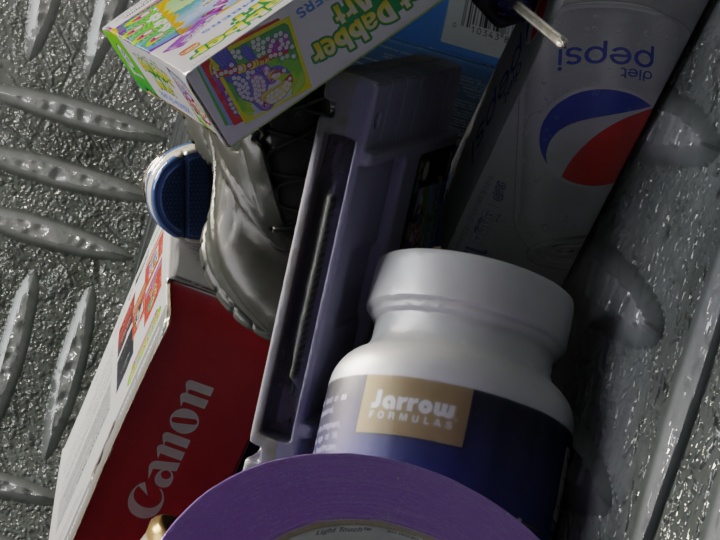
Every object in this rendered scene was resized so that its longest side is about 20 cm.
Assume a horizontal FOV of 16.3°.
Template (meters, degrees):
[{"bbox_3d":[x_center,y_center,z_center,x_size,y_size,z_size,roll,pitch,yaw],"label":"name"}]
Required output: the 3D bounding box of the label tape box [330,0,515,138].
[{"bbox_3d":[0.020,-0.114,1.409,0.200,0.143,0.064,133,151,-68],"label":"label tape box"}]

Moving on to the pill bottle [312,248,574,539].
[{"bbox_3d":[0.033,0.099,1.124,0.116,0.115,0.201,138,145,-71],"label":"pill bottle"}]

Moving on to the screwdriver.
[{"bbox_3d":[0.075,-0.117,1.107,0.029,0.028,0.200,-44,13,0],"label":"screwdriver"}]

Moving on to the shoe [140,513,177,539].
[{"bbox_3d":[-0.055,0.212,1.298,0.053,0.200,0.070,-47,-26,4],"label":"shoe"}]

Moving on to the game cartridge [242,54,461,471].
[{"bbox_3d":[0.000,0.000,1.190,0.129,0.038,0.201,-17,-58,-64],"label":"game cartridge"}]

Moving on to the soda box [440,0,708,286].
[{"bbox_3d":[0.099,-0.085,1.178,0.068,0.063,0.201,-85,15,-50],"label":"soda box"}]

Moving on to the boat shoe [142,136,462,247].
[{"bbox_3d":[-0.023,-0.054,1.394,0.072,0.199,0.073,-135,49,-70],"label":"boat shoe"}]

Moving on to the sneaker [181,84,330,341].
[{"bbox_3d":[-0.044,-0.053,1.282,0.091,0.075,0.201,122,136,-53],"label":"sneaker"}]

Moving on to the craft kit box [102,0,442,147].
[{"bbox_3d":[-0.014,-0.143,1.187,0.199,0.049,0.197,-35,21,-8],"label":"craft kit box"}]

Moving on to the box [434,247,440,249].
[{"bbox_3d":[0.011,0.046,1.377,0.200,0.094,0.078,-104,31,-66],"label":"box"}]

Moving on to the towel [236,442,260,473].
[{"bbox_3d":[-0.030,0.124,1.425,0.147,0.050,0.200,-38,21,10],"label":"towel"}]

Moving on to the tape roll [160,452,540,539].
[{"bbox_3d":[0.000,0.171,0.961,0.066,0.199,0.201,117,164,-46],"label":"tape roll"}]

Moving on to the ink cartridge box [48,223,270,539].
[{"bbox_3d":[-0.106,0.080,1.416,0.176,0.083,0.201,-93,25,-63],"label":"ink cartridge box"}]
